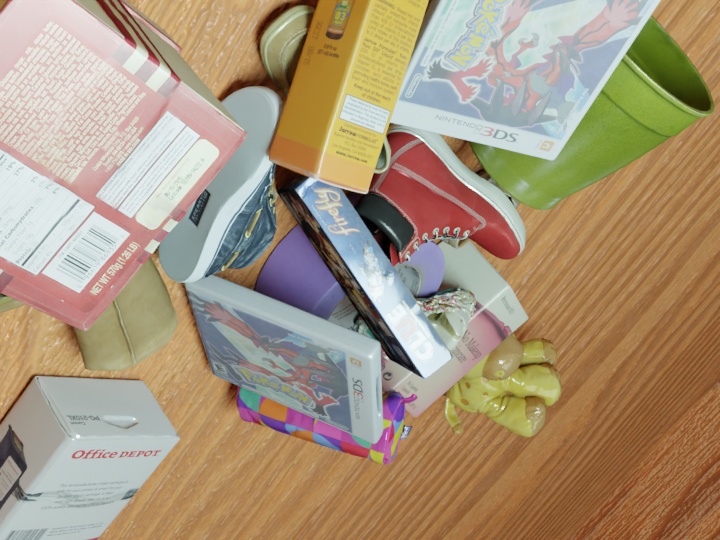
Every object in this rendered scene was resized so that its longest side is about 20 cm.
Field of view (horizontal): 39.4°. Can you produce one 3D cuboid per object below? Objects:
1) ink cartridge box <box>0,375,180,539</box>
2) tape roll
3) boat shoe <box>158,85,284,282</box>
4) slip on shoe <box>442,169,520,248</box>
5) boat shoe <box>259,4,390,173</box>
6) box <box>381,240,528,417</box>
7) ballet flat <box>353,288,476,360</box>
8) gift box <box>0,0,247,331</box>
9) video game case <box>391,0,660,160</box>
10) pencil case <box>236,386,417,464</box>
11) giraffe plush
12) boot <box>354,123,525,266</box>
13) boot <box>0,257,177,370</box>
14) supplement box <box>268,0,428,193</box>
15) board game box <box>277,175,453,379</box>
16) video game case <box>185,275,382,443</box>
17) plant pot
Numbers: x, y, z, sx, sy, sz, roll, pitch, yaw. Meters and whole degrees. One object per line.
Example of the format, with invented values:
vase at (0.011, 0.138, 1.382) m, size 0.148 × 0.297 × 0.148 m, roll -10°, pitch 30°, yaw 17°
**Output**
ink cartridge box at (-0.299, 0.203, 0.998) m, size 0.200 × 0.084 × 0.144 m, roll -50°, pitch 150°, yaw 18°
tape roll at (-0.011, 0.017, 1.090) m, size 0.199 × 0.085 × 0.201 m, roll -30°, pitch 149°, yaw -20°
boat shoe at (-0.102, -0.076, 0.879) m, size 0.091 × 0.071 × 0.201 m, roll -14°, pitch 145°, yaw -52°
slip on shoe at (0.165, -0.090, 1.176) m, size 0.199 × 0.061 × 0.076 m, roll -27°, pitch 148°, yaw -24°
boat shoe at (-0.022, -0.150, 0.866) m, size 0.073 × 0.063 × 0.201 m, roll -39°, pitch 151°, yaw -3°
box at (0.095, 0.069, 1.262) m, size 0.200 × 0.109 × 0.128 m, roll -41°, pitch 151°, yaw 2°
ballet flat at (0.071, 0.065, 1.102) m, size 0.199 × 0.064 × 0.076 m, roll -8°, pitch 137°, yaw -46°
gift box at (-0.197, -0.090, 0.609) m, size 0.185 × 0.187 × 0.200 m, roll -45°, pitch 136°, yaw 4°
video game case at (0.136, -0.189, 0.860) m, size 0.180 × 0.023 × 0.201 m, roll 10°, pitch 135°, yaw -20°
pencil case at (-0.040, 0.156, 1.138) m, size 0.088 × 0.198 × 0.089 m, roll 13°, pitch 90°, yaw -73°
giraffe plush at (0.183, 0.129, 1.441) m, size 0.198 × 0.174 × 0.163 m, roll -7°, pitch 140°, yaw 11°
boot at (0.077, -0.036, 1.004) m, size 0.200 × 0.072 × 0.145 m, roll 38°, pitch 61°, yaw -27°
boot at (-0.242, 0.031, 0.853) m, size 0.174 × 0.066 × 0.201 m, roll -29°, pitch 150°, yaw -20°
supplement box at (-0.003, -0.168, 0.785) m, size 0.068 × 0.066 × 0.202 m, roll 10°, pitch 101°, yaw -45°
board game box at (0.000, 0.000, 0.918) m, size 0.034 × 0.201 × 0.135 m, roll -35°, pitch -172°, yaw -8°
video game case at (-0.072, 0.089, 0.999) m, size 0.023 × 0.198 × 0.183 m, roll -59°, pitch 161°, yaw -30°
plant pot at (0.214, -0.169, 1.020) m, size 0.199 × 0.201 × 0.193 m, roll 0°, pitch 144°, yaw -50°
